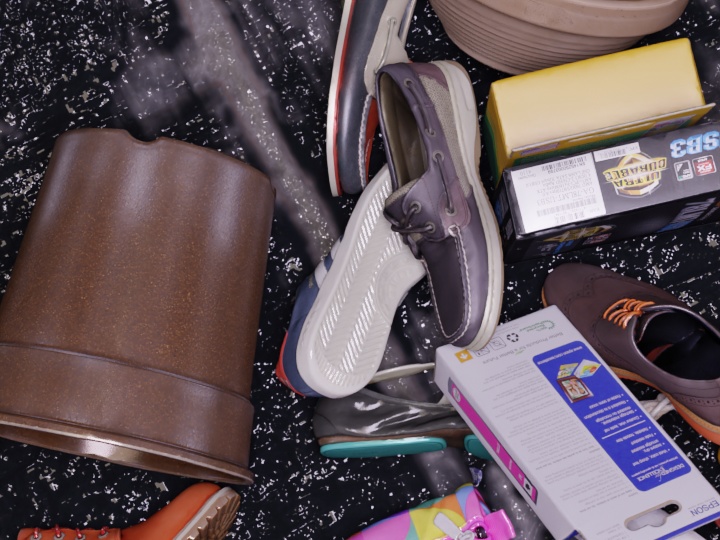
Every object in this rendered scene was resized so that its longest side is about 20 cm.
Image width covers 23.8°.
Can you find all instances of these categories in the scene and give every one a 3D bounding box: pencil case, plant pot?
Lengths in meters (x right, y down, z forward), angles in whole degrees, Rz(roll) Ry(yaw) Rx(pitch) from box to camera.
[{"bbox_3d":[0.009,0.208,1.142,0.200,0.088,0.088,-24,86,1],"label":"pencil case"},{"bbox_3d":[-0.147,0.023,1.115,0.200,0.200,0.199,11,78,3],"label":"plant pot"},{"bbox_3d":[0.116,-0.192,1.137,0.201,0.201,0.093,20,126,3],"label":"plant pot"}]

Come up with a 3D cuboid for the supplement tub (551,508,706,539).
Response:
[{"bbox_3d":[0.156,0.250,1.104,0.140,0.140,0.200,36,88,4],"label":"supplement tub"}]

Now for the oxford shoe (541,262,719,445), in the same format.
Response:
[{"bbox_3d":[0.187,0.035,1.108,0.071,0.073,0.200,-46,45,-11],"label":"oxford shoe"}]

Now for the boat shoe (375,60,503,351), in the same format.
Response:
[{"bbox_3d":[0.046,-0.044,1.113,0.065,0.072,0.200,1,73,-26],"label":"boat shoe"}]

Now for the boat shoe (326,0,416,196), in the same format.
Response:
[{"bbox_3d":[0.013,-0.147,1.174,0.062,0.071,0.200,7,82,0],"label":"boat shoe"}]

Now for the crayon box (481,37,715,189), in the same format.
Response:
[{"bbox_3d":[0.147,-0.099,1.097,0.126,0.200,0.052,-13,86,1],"label":"crayon box"}]

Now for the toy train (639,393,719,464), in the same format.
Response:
[{"bbox_3d":[0.255,0.119,1.147,0.200,0.085,0.116,-19,102,4],"label":"toy train"}]

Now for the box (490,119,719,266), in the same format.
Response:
[{"bbox_3d":[0.186,-0.052,1.093,0.198,0.200,0.050,-11,85,1],"label":"box"}]

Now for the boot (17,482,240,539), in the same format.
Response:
[{"bbox_3d":[-0.178,0.195,1.157,0.200,0.075,0.107,-40,70,-8],"label":"boot"}]

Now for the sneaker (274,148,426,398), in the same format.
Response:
[{"bbox_3d":[0.000,0.000,1.166,0.075,0.084,0.200,40,64,-16],"label":"sneaker"}]

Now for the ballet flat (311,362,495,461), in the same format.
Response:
[{"bbox_3d":[0.067,0.096,1.157,0.200,0.068,0.069,4,74,2],"label":"ballet flat"}]

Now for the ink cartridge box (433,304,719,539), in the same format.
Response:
[{"bbox_3d":[0.135,0.107,1.076,0.095,0.037,0.200,-19,45,-21],"label":"ink cartridge box"}]

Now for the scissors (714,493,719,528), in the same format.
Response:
[{"bbox_3d":[0.298,0.107,1.097,0.073,0.014,0.200,24,116,-9],"label":"scissors"}]
